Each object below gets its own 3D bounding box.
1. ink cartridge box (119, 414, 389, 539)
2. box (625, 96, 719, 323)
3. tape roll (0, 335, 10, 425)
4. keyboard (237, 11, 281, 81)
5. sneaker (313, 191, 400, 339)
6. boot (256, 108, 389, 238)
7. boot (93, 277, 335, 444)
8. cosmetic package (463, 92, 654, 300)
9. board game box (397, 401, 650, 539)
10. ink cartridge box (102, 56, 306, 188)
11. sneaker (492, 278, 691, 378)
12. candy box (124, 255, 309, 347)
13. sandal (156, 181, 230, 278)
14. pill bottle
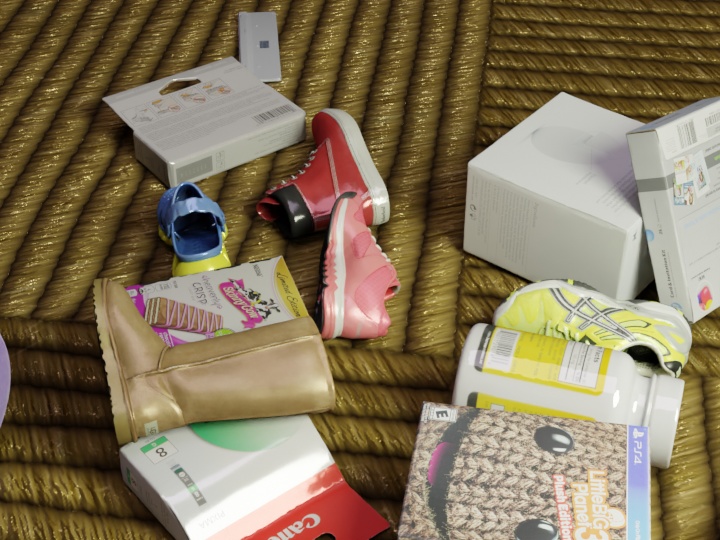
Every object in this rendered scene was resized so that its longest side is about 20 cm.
[{"bbox_3d":[-0.095,0.190,1.164,0.160,0.050,0.200,-26,43,-30],"label":"ink cartridge box"},{"bbox_3d":[0.350,-0.065,1.357,0.041,0.201,0.155,-4,16,47],"label":"box"},{"bbox_3d":[-0.403,0.115,1.134,0.085,0.201,0.200,20,42,25],"label":"tape roll"},{"bbox_3d":[-0.143,-0.317,1.848,0.056,0.011,0.201,1,38,-7],"label":"keyboard"},{"bbox_3d":[0.000,0.000,1.401,0.086,0.074,0.201,11,47,-6],"label":"sneaker"},{"bbox_3d":[-0.063,-0.116,1.542,0.143,0.073,0.201,-12,43,-12],"label":"boot"},{"bbox_3d":[-0.139,0.071,1.216,0.199,0.066,0.176,-11,63,-12],"label":"boot"},{"bbox_3d":[0.250,-0.076,1.445,0.199,0.124,0.199,25,44,31],"label":"cosmetic package"},{"bbox_3d":[0.137,0.208,1.099,0.198,0.097,0.160,5,38,7],"label":"board game box"},{"bbox_3d":[-0.197,-0.190,1.653,0.199,0.045,0.176,-24,44,-28],"label":"ink cartridge box"},{"bbox_3d":[0.229,0.063,1.306,0.198,0.076,0.077,6,37,10],"label":"sneaker"},{"bbox_3d":[-0.154,0.064,1.314,0.199,0.061,0.137,-11,39,-15],"label":"candy box"},{"bbox_3d":[-0.183,-0.059,1.438,0.079,0.088,0.200,-12,25,-13],"label":"sandal"},{"bbox_3d":[0.189,0.120,1.202,0.199,0.112,0.112,11,39,14],"label":"pill bottle"}]
